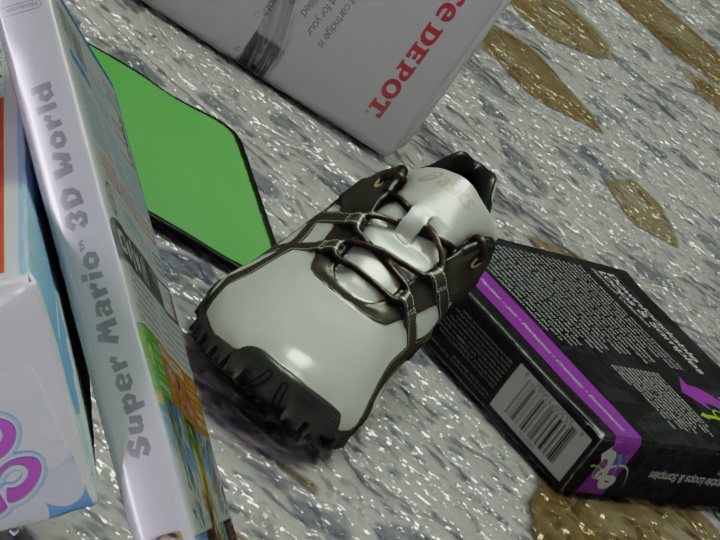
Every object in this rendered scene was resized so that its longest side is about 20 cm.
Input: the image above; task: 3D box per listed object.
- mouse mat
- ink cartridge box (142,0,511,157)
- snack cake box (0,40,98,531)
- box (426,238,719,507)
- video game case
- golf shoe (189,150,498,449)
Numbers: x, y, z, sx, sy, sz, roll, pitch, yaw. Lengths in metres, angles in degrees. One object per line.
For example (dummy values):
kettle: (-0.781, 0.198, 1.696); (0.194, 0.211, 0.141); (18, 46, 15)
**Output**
mouse mat: (-0.120, -0.070, 1.228); (0.200, 0.008, 0.161); (31, 18, -23)
ink cartridge box: (-0.027, -0.173, 1.450); (0.200, 0.145, 0.084); (32, 16, -14)
snack cake box: (-0.133, 0.003, 0.795); (0.200, 0.115, 0.067); (-104, 180, -65)
box: (0.104, 0.045, 1.323); (0.200, 0.036, 0.143); (10, 32, -54)
video game case: (-0.056, 0.032, 0.800); (0.143, 0.018, 0.201); (77, -3, -81)
golf shoe: (0.000, 0.000, 1.128); (0.078, 0.095, 0.200); (40, 20, 0)
